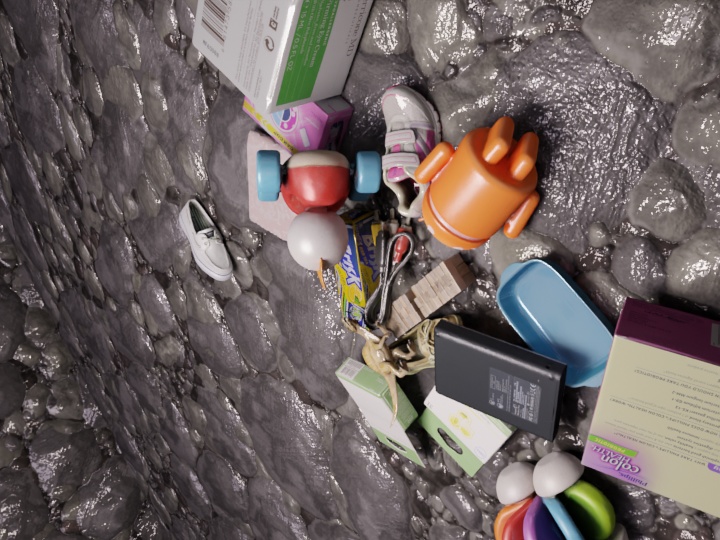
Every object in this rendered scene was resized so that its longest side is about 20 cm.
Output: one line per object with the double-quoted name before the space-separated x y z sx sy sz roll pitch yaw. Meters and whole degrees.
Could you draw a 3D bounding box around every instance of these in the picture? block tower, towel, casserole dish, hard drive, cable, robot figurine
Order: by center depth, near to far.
"robot figurine" 0.158 -0.106 0.845 0.201 0.142 0.118 -53 50 46
"casserole dish" 0.276 0.068 0.874 0.201 0.039 0.121 52 139 13
"hard drive" 0.201 0.163 0.939 0.197 0.033 0.142 19 133 30
"block tower" 0.106 0.044 1.027 0.054 0.057 0.200 55 141 7
"cable" 0.052 0.003 1.042 0.096 0.050 0.204 13 108 36
"towel" -0.144 -0.148 1.201 0.198 0.032 0.194 30 131 33

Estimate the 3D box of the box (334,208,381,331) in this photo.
"box" 0.000 0.000 1.101 0.064 0.070 0.204 10 118 40

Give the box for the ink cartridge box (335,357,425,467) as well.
"ink cartridge box" 0.049 0.266 1.187 0.145 0.048 0.201 14 142 54

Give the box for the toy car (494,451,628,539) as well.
"toy car" 0.285 0.387 0.952 0.177 0.149 0.200 58 139 5

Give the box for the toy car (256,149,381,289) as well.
"toy car" -0.067 -0.073 0.970 0.177 0.180 0.205 168 101 -81

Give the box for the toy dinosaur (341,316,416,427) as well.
"toy dinosaur" 0.045 0.152 1.047 0.100 0.058 0.203 -25 93 45

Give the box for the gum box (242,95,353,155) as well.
"gum box" -0.106 -0.271 1.067 0.200 0.066 0.114 44 135 20

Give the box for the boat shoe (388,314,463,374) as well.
"boat shoe" 0.098 0.127 1.057 0.200 0.062 0.075 -35 55 53

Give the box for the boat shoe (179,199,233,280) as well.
"boat shoe" -0.351 -0.070 1.425 0.201 0.073 0.067 52 141 13

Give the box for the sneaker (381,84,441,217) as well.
"sneaker" 0.072 -0.168 0.920 0.081 0.088 0.203 -11 103 48

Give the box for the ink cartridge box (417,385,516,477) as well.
"ink cartridge box" 0.172 0.267 1.086 0.145 0.048 0.202 43 134 20

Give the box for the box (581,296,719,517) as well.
"box" 0.376 0.160 0.749 0.173 0.097 0.203 16 122 25

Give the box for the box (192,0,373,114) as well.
"box" -0.117 -0.383 0.939 0.200 0.170 0.201 44 136 18
